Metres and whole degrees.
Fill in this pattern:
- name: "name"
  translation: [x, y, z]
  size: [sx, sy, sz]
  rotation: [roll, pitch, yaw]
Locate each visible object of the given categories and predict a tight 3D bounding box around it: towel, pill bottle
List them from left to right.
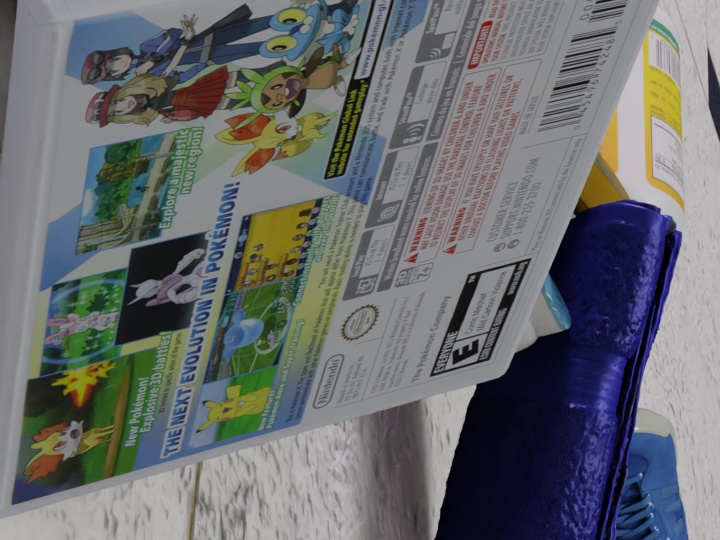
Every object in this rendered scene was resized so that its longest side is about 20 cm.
- name: "towel"
  translation: [0.095, 0.069, 0.989]
  size: [0.148, 0.049, 0.201]
  rotation: [172, -66, -73]
- name: "pill bottle"
  translation: [0.143, -0.061, 1.265]
  size: [0.113, 0.112, 0.201]
  rotation: [53, 34, -57]

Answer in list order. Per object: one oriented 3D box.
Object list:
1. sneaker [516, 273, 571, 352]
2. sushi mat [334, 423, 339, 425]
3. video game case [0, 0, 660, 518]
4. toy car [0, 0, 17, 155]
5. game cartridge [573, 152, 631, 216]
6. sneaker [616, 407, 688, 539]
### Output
- name: "sneaker"
  translation: [0.039, -0.020, 0.997]
  size: [0.200, 0.080, 0.077]
  rotation: [-106, 170, -64]
- name: "sushi mat"
  translation: [0.000, 0.000, 0.832]
  size: [0.200, 0.012, 0.096]
  rotation: [85, 24, -75]
- name: "video game case"
  translation: [-0.014, -0.017, 0.569]
  size: [0.022, 0.181, 0.201]
  rotation: [59, -30, 31]
- name: "toy car"
  translation: [-0.054, -0.127, 0.583]
  size: [0.200, 0.174, 0.151]
  rotation: [51, 32, -58]
- name: "game cartridge"
  translation: [0.086, -0.088, 1.094]
  size: [0.177, 0.032, 0.200]
  rotation: [55, 4, 24]
- name: "sneaker"
  translation: [0.186, 0.173, 1.371]
  size: [0.200, 0.076, 0.112]
  rotation: [64, 16, -60]
